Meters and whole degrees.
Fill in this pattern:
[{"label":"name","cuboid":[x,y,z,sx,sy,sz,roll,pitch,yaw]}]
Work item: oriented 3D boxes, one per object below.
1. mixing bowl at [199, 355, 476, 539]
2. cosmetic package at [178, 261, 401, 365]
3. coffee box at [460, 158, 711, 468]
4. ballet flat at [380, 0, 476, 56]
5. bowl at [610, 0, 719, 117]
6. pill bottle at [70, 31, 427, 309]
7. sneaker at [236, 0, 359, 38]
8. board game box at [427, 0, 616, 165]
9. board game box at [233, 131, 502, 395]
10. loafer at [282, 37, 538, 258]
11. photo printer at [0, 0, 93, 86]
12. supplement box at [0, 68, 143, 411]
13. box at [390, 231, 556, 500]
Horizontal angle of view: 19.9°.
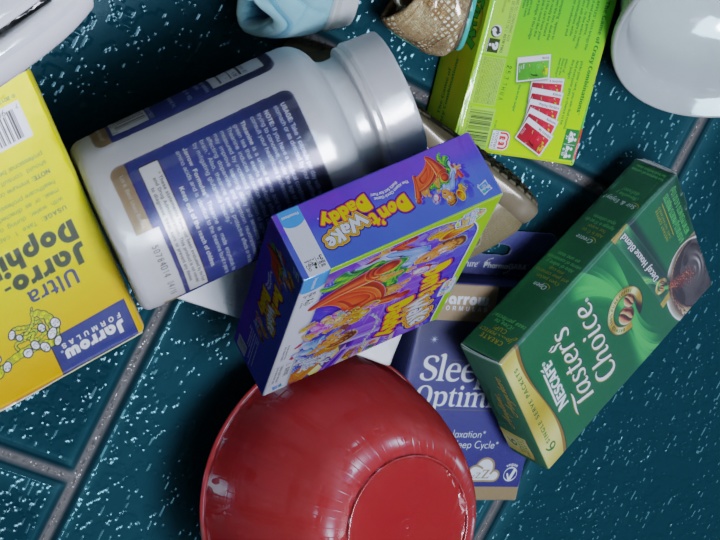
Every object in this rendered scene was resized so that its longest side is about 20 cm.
[{"label":"mixing bowl","cuboid":[0.003,0.161,1.366,0.198,0.108,0.203,-5,99,-31]},{"label":"cosmetic package","cuboid":[-0.054,-0.006,1.363,0.199,0.051,0.083,20,100,-32]},{"label":"coffee box","cuboid":[0.165,0.031,1.464,0.200,0.044,0.124,-44,134,-20]},{"label":"ballet flat","cuboid":[0.058,-0.240,1.323,0.065,0.071,0.202,11,101,-15]},{"label":"bowl","cuboid":[0.261,-0.199,1.406,0.199,0.091,0.202,-6,149,-4]},{"label":"pill bottle","cuboid":[-0.065,-0.066,1.238,0.198,0.111,0.112,-25,120,-7]},{"label":"sneaker","cuboid":[-0.042,-0.188,1.208,0.081,0.074,0.200,-19,159,-11]},{"label":"board game box","cuboid":[0.118,-0.179,1.386,0.101,0.048,0.202,5,107,-29]},{"label":"board game box","cuboid":[0.000,0.000,1.261,0.133,0.045,0.200,-24,163,-18]},{"label":"loafer","cuboid":[0.023,-0.077,1.333,0.199,0.076,0.068,36,97,-5]},{"label":"photo printer","cuboid":[-0.241,-0.142,1.124,0.166,0.200,0.070,-35,121,-12]},{"label":"supplement box","cuboid":[-0.227,-0.037,1.226,0.109,0.109,0.201,-29,120,-14]},{"label":"box","cuboid":[0.078,0.069,1.475,0.120,0.032,0.202,3,107,-28]}]
